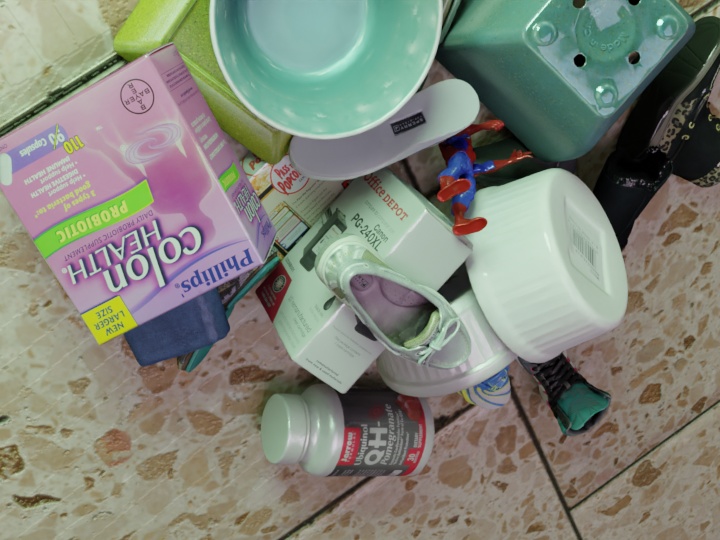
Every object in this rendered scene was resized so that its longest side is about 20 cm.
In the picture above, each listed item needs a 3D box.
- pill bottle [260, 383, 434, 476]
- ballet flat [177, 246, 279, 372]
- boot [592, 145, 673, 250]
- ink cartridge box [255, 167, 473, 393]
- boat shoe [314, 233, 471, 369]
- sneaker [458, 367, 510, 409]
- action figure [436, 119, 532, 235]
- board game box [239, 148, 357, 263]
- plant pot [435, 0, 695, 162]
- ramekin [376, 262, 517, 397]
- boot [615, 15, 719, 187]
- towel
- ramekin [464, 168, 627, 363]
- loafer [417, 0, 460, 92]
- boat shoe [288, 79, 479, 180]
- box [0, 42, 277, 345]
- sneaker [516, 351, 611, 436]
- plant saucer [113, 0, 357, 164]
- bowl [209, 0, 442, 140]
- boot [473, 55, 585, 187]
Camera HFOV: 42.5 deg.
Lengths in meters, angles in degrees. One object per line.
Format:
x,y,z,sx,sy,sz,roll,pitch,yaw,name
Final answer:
-0.017,0.196,1.139,0.198,0.111,0.112,7,114,-29,pill bottle
-0.159,0.027,0.998,0.071,0.073,0.201,16,129,-32,ballet flat
0.273,-0.067,1.124,0.198,0.077,0.169,-19,148,-23,boot
0.000,0.000,0.956,0.083,0.145,0.200,37,98,-34,ink cartridge box
0.039,0.042,0.866,0.074,0.065,0.202,-44,125,4,boat shoe
0.155,0.136,1.194,0.076,0.105,0.200,-40,127,0,sneaker
0.127,-0.111,0.948,0.098,0.201,0.066,-21,113,12,action figure
-0.042,-0.070,1.016,0.151,0.046,0.200,-42,127,1,board game box
0.211,-0.231,0.917,0.195,0.200,0.197,41,96,-12,plant pot
0.096,0.045,1.065,0.201,0.202,0.095,-31,116,-7,ramekin
0.427,-0.202,1.158,0.152,0.074,0.205,13,118,-29,boot
-0.209,-0.011,0.925,0.110,0.049,0.202,-15,108,9,towel
0.204,-0.011,0.995,0.097,0.202,0.200,-23,136,35,ramekin
0.052,-0.254,0.948,0.062,0.072,0.202,11,114,-24,loafer
0.022,-0.138,0.943,0.198,0.070,0.072,-22,86,-7,boat shoe
-0.201,-0.068,0.828,0.174,0.097,0.201,-25,107,11,box
0.275,0.154,1.255,0.083,0.121,0.200,-38,127,-1,sneaker
-0.096,-0.228,0.871,0.199,0.048,0.201,34,96,-24,plant saucer
-0.037,-0.224,0.806,0.198,0.105,0.203,-5,111,-14,bowl
0.199,-0.195,1.054,0.163,0.066,0.202,0,117,-28,boot
